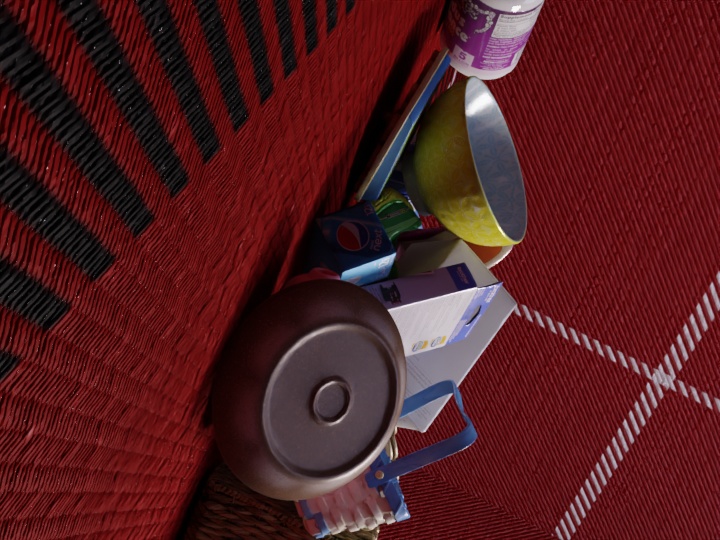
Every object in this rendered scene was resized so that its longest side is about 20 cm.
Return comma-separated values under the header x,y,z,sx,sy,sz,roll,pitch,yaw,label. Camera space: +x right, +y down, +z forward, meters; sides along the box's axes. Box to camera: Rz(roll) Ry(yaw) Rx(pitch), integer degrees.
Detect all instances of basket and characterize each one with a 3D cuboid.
x,y,z,sx,sy,sz,roll,pitch,yaw,label
-0.096,0.313,1.274,0.143,0.198,0.150,-44,157,-82,basket
0.020,0.183,1.214,0.199,0.140,0.176,-28,-171,4,basket

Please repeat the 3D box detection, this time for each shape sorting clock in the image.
x,y,z,sx,sy,sz,roll,pitch,yaw,label
0.044,-0.167,1.324,0.201,0.039,0.200,-62,179,-2,shape sorting clock

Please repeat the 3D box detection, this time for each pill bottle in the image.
x,y,z,sx,sy,sz,roll,pitch,yaw,label
0.169,-0.338,1.430,0.201,0.111,0.113,107,9,-58,pill bottle

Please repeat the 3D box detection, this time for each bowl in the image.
x,y,z,sx,sy,sz,roll,pitch,yaw,label
0.113,-0.116,1.369,0.200,0.107,0.202,45,37,-49,bowl

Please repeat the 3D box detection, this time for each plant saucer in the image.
x,y,z,sx,sy,sz,roll,pitch,yaw,label
-0.033,0.110,1.015,0.037,0.199,0.202,21,-95,55,plant saucer

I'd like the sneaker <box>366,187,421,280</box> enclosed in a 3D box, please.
x,y,z,sx,sy,sz,roll,pitch,yaw,label
0.000,0.000,1.369,0.201,0.083,0.074,-55,-179,15,sneaker

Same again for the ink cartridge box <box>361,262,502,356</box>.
x,y,z,sx,sy,sz,roll,pitch,yaw,label
0.044,0.051,1.234,0.198,0.042,0.120,-11,149,-25,ink cartridge box

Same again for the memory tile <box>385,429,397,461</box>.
x,y,z,sx,sy,sz,roll,pitch,yaw,label
0.019,0.173,1.539,0.154,0.017,0.201,-115,-165,-46,memory tile

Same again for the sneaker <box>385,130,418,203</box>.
x,y,z,sx,sy,sz,roll,pitch,yaw,label
0.056,-0.113,1.531,0.200,0.080,0.116,-58,170,-72,sneaker

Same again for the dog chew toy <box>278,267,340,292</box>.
x,y,z,sx,sy,sz,roll,pitch,yaw,label
-0.058,0.096,1.083,0.125,0.123,0.202,-48,155,-76,dog chew toy

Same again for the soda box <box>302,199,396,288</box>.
x,y,z,sx,sy,sz,roll,pitch,yaw,label
-0.019,0.011,1.233,0.064,0.068,0.200,-20,157,-18,soda box

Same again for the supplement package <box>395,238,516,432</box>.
x,y,z,sx,sy,sz,roll,pitch,yaw,label
0.068,0.074,1.376,0.200,0.117,0.117,-51,-160,-20,supplement package

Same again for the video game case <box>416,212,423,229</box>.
x,y,z,sx,sy,sz,roll,pitch,yaw,label
0.051,-0.001,1.641,0.201,0.045,0.183,-65,143,-52,video game case

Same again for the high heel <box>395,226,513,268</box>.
x,y,z,sx,sy,sz,roll,pitch,yaw,label
0.113,-0.040,1.487,0.096,0.198,0.068,-50,127,-53,high heel
